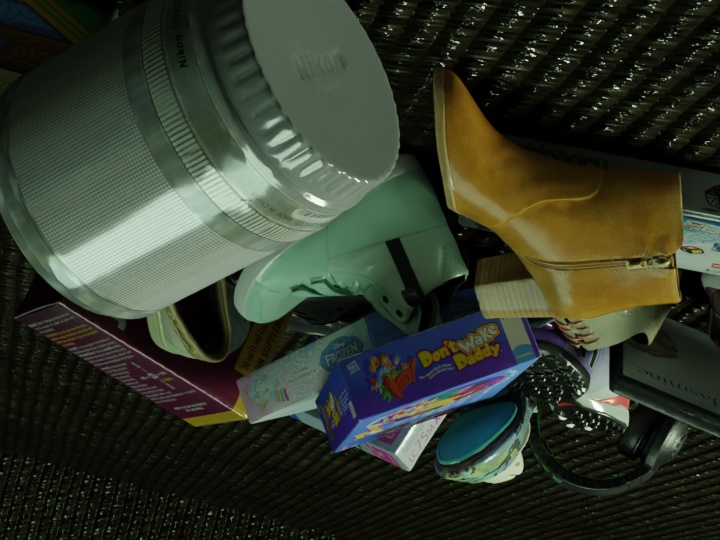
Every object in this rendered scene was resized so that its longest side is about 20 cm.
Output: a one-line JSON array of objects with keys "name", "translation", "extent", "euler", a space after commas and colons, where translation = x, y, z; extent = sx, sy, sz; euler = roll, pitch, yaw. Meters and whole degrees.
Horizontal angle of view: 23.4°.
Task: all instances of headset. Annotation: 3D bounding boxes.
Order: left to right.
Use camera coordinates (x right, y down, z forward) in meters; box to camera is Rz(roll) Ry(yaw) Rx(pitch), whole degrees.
[{"name": "headset", "translation": [0.238, 0.115, 1.492], "extent": [0.200, 0.124, 0.094], "euler": [-28, 158, -2]}]

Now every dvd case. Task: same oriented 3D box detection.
[{"name": "dvd case", "translation": [0.263, 0.082, 1.367], "extent": [0.143, 0.018, 0.200], "euler": [23, -162, 1]}]

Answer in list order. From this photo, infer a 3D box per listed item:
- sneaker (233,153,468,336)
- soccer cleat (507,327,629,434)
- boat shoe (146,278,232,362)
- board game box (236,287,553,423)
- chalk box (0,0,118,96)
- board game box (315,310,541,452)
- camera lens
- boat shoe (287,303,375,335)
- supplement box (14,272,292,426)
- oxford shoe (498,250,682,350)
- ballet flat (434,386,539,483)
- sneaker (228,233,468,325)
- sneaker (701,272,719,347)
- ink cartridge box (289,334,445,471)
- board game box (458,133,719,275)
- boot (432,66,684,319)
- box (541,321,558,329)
[{"name": "sneaker", "translation": [-0.009, 0.016, 1.270], "extent": [0.200, 0.118, 0.074], "euler": [-38, 163, 37]}, {"name": "soccer cleat", "translation": [0.163, 0.072, 1.371], "extent": [0.068, 0.073, 0.200], "euler": [-3, 159, 28]}, {"name": "boat shoe", "translation": [-0.137, -0.011, 1.371], "extent": [0.066, 0.074, 0.200], "euler": [24, 141, 35]}, {"name": "board game box", "translation": [0.035, 0.062, 1.421], "extent": [0.200, 0.043, 0.199], "euler": [-10, 166, -46]}, {"name": "chalk box", "translation": [-0.270, -0.122, 1.134], "extent": [0.200, 0.124, 0.125], "euler": [16, 165, -6]}, {"name": "board game box", "translation": [0.044, 0.081, 1.273], "extent": [0.134, 0.045, 0.200], "euler": [-18, 170, -10]}, {"name": "camera lens", "translation": [-0.099, -0.074, 0.994], "extent": [0.200, 0.160, 0.160], "euler": [-25, 145, 27]}, {"name": "boat shoe", "translation": [-0.031, 0.024, 1.536], "extent": [0.063, 0.073, 0.200], "euler": [18, 168, -29]}, {"name": "supplement box", "translation": [-0.172, 0.030, 1.498], "extent": [0.200, 0.131, 0.103], "euler": [33, 156, -24]}, {"name": "oxford shoe", "translation": [0.167, 0.023, 1.274], "extent": [0.200, 0.074, 0.071], "euler": [5, -173, -44]}, {"name": "ballet flat", "translation": [0.111, 0.130, 1.394], "extent": [0.074, 0.074, 0.200], "euler": [9, -153, 15]}, {"name": "sneaker", "translation": [0.000, 0.000, 1.418], "extent": [0.200, 0.076, 0.115], "euler": [2, 165, 18]}, {"name": "sneaker", "translation": [0.304, 0.072, 1.323], "extent": [0.076, 0.116, 0.200], "euler": [-15, 155, 18]}, {"name": "ink cartridge box", "translation": [0.000, 0.098, 1.616], "extent": [0.200, 0.119, 0.042], "euler": [19, 158, 44]}, {"name": "board game box", "translation": [0.168, -0.045, 1.203], "extent": [0.200, 0.035, 0.126], "euler": [11, 165, 6]}, {"name": "boot", "translation": [0.130, -0.054, 1.108], "extent": [0.144, 0.071, 0.201], "euler": [-10, 125, 13]}, {"name": "box", "translation": [0.170, 0.063, 1.573], "extent": [0.200, 0.036, 0.143], "euler": [23, 161, -36]}]
